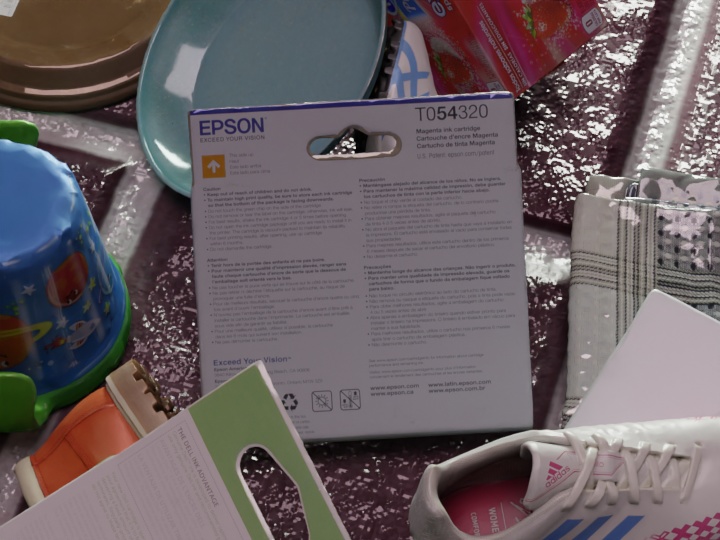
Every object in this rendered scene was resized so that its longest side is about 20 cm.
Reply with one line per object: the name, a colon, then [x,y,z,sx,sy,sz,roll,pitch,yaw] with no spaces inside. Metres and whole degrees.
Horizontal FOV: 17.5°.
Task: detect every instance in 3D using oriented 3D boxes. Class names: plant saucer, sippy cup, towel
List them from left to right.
sippy cup: [-0.209,-0.003,1.398,0.139,0.131,0.178,-34,60,-22]
plant saucer: [-0.201,-0.193,1.596,0.199,0.030,0.201,0,55,0]
plant saucer: [-0.057,-0.130,1.498,0.199,0.036,0.201,-17,59,31]
towel: [0.222,0.022,1.436,0.192,0.035,0.201,5,54,4]

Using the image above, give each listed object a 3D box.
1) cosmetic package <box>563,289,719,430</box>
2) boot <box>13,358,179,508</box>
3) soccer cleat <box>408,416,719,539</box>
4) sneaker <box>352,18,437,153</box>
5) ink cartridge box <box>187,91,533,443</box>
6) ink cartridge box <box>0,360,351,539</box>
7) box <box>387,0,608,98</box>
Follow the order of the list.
cosmetic package: [0.194,0.156,1.274,0.199,0.123,0.200,28,67,19]
boot: [-0.118,0.160,1.329,0.107,0.075,0.200,-35,65,-1]
soccer cleat: [0.122,0.111,1.188,0.199,0.086,0.070,-13,61,-1]
sneaker: [0.037,-0.062,1.467,0.072,0.072,0.201,3,68,-16]
ink cartridge box: [0.000,0.000,1.387,0.195,0.043,0.201,-3,90,-1]
ink cartridge box: [-0.096,0.161,1.258,0.200,0.048,0.146,-32,71,12]
box: [0.056,-0.210,1.498,0.095,0.100,0.200,-38,107,-23]
